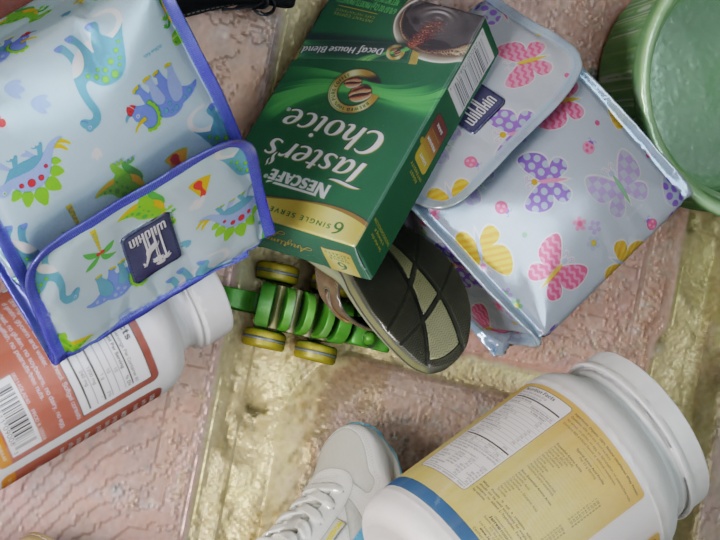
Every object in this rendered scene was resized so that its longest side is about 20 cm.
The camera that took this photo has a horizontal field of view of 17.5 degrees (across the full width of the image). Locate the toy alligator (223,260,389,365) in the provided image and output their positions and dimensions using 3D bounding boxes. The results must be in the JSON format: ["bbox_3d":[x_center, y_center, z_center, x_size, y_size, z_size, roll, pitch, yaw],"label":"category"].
[{"bbox_3d":[-0.015,0.036,1.617,0.199,0.054,0.060,15,86,-21],"label":"toy alligator"}]

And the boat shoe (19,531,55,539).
[{"bbox_3d":[-0.150,0.227,1.568,0.200,0.074,0.069,37,55,-18],"label":"boat shoe"}]

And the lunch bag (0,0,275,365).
[{"bbox_3d":[-0.162,-0.064,1.431,0.170,0.127,0.201,-31,115,-13],"label":"lunch bag"}]

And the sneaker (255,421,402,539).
[{"bbox_3d":[-0.029,0.189,1.579,0.081,0.076,0.201,34,58,-33],"label":"sneaker"}]

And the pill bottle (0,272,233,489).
[{"bbox_3d":[-0.188,0.051,1.521,0.199,0.112,0.113,-30,101,-18],"label":"pill bottle"}]

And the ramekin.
[{"bbox_3d":[0.270,-0.134,1.701,0.199,0.098,0.201,0,91,-21],"label":"ramekin"}]

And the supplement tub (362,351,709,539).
[{"bbox_3d":[0.117,0.158,1.538,0.200,0.145,0.145,-34,103,-20],"label":"supplement tub"}]

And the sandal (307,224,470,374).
[{"bbox_3d":[0.000,-0.001,1.585,0.080,0.058,0.201,-26,56,-33],"label":"sandal"}]

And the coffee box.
[{"bbox_3d":[-0.004,-0.097,1.566,0.201,0.122,0.044,-59,150,-22],"label":"coffee box"}]

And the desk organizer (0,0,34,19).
[{"bbox_3d":[-0.178,-0.129,1.517,0.077,0.072,0.200,-37,116,-7],"label":"desk organizer"}]

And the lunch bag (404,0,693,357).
[{"bbox_3d":[0.100,-0.068,1.625,0.169,0.127,0.200,-42,94,-16],"label":"lunch bag"}]

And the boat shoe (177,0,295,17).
[{"bbox_3d":[-0.068,-0.208,1.578,0.199,0.075,0.062,-26,72,-23],"label":"boat shoe"}]
